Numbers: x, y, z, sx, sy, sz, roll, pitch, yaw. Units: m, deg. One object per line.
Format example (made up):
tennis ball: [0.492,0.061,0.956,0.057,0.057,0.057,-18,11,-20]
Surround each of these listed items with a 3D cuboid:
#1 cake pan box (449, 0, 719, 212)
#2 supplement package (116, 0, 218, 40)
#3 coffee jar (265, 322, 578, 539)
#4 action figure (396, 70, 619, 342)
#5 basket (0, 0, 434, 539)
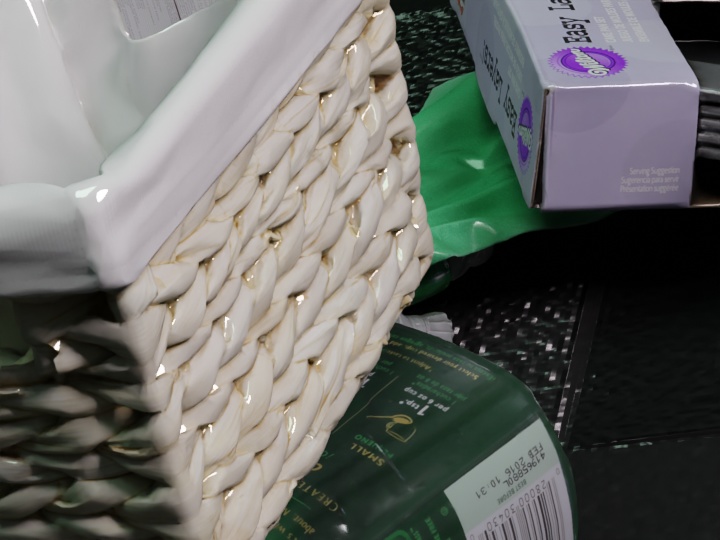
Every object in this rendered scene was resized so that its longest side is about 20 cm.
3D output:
cake pan box: [0.134,-0.079,1.010,0.184,0.052,0.200,-2,27,-5]
supplement package: [-0.106,-0.050,0.996,0.109,0.114,0.200,-16,4,14]
coffee jar: [-0.039,0.096,0.775,0.104,0.085,0.200,20,42,39]
action figure: [0.000,0.000,0.978,0.200,0.055,0.118,-31,31,-35]
basket: [-0.070,-0.007,0.757,0.135,0.124,0.200,-5,28,24]
